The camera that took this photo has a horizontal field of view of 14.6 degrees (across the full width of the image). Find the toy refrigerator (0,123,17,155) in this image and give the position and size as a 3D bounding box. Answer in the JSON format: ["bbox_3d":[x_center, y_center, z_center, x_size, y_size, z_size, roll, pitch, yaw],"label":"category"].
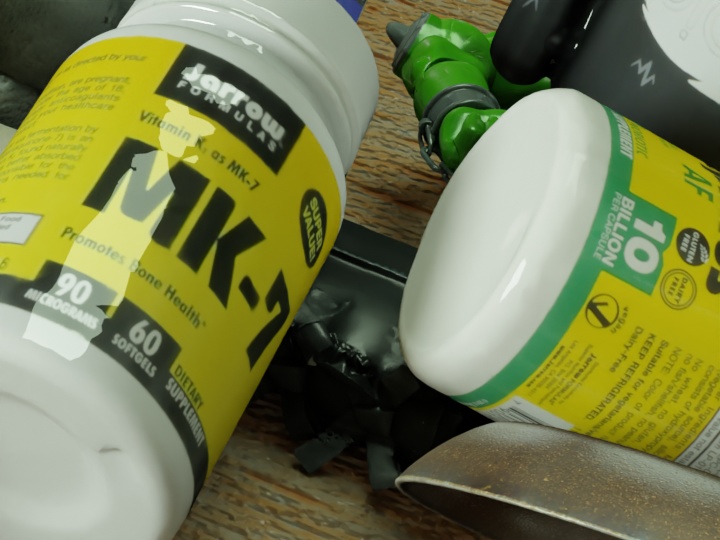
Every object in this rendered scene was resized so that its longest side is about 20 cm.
[{"bbox_3d":[-0.177,0.014,0.955,0.070,0.076,0.200,20,29,9],"label":"toy refrigerator"}]

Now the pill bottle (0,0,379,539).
[{"bbox_3d":[-0.073,-0.009,0.942,0.114,0.115,0.201,20,51,9],"label":"pill bottle"}]

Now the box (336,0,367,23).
[{"bbox_3d":[-0.062,-0.087,1.093,0.042,0.199,0.119,53,23,-16],"label":"box"}]

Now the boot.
[{"bbox_3d":[0.000,-0.001,1.078,0.162,0.074,0.198,21,35,15],"label":"boot"}]

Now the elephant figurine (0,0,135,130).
[{"bbox_3d":[-0.145,-0.173,1.068,0.200,0.141,0.155,50,21,-14],"label":"elephant figurine"}]

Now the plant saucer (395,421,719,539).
[{"bbox_3d":[0.109,0.089,0.893,0.199,0.032,0.200,21,-8,3],"label":"plant saucer"}]

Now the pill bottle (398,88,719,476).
[{"bbox_3d":[0.123,0.029,0.976,0.199,0.113,0.113,28,24,-18],"label":"pill bottle"}]

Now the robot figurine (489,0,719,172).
[{"bbox_3d":[0.143,-0.072,1.052,0.124,0.201,0.150,-5,46,-45],"label":"robot figurine"}]

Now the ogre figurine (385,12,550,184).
[{"bbox_3d":[0.090,-0.058,1.202,0.199,0.099,0.120,-7,40,-30],"label":"ogre figurine"}]
